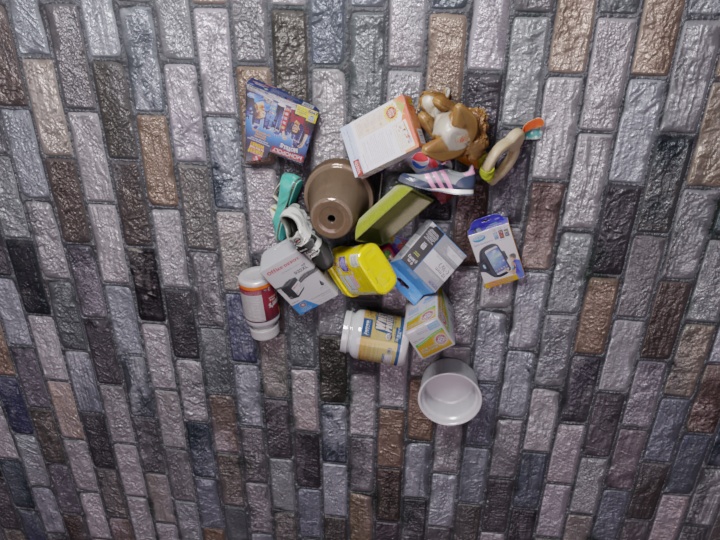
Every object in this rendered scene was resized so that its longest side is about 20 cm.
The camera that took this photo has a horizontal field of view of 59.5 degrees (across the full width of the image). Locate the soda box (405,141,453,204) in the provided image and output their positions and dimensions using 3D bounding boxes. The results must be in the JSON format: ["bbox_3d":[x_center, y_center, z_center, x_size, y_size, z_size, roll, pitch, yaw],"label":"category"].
[{"bbox_3d":[0.176,-0.274,1.642,0.063,0.070,0.200,-36,108,22],"label":"soda box"}]

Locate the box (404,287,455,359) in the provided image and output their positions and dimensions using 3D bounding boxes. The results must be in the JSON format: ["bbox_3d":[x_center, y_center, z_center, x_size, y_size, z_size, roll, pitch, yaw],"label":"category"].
[{"bbox_3d":[0.197,0.138,1.787,0.111,0.201,0.102,-28,113,20],"label":"box"}]

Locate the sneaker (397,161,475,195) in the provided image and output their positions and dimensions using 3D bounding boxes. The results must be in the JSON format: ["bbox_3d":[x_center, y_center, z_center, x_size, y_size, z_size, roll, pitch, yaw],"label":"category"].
[{"bbox_3d":[0.194,-0.241,1.589,0.195,0.070,0.084,7,102,-2],"label":"sneaker"}]

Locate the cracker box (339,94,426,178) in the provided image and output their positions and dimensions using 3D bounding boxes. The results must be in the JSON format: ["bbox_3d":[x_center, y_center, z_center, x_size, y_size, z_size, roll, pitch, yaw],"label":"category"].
[{"bbox_3d":[0.056,-0.332,1.580,0.197,0.057,0.137,-20,86,31],"label":"cracker box"}]

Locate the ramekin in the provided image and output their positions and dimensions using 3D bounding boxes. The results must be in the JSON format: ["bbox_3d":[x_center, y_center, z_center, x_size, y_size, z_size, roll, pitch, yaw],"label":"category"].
[{"bbox_3d":[0.277,0.373,1.964,0.195,0.098,0.205,3,118,5],"label":"ramekin"}]

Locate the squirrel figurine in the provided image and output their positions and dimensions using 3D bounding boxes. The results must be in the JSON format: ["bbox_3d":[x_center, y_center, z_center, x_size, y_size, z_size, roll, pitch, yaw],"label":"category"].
[{"bbox_3d":[0.223,-0.360,1.544,0.197,0.188,0.143,15,123,-32],"label":"squirrel figurine"}]

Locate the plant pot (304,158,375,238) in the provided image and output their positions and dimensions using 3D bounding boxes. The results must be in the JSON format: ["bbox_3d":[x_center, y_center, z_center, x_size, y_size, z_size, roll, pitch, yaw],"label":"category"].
[{"bbox_3d":[-0.065,-0.171,1.670,0.195,0.176,0.204,3,120,5],"label":"plant pot"}]

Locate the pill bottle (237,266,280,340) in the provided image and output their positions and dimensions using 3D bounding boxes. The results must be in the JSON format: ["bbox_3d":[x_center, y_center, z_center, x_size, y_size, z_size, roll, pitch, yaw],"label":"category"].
[{"bbox_3d":[-0.298,0.099,1.882,0.107,0.110,0.204,-1,119,8],"label":"pill bottle"}]

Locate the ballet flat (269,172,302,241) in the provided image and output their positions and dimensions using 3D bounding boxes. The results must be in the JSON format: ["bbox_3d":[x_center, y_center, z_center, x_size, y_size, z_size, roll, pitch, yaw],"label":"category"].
[{"bbox_3d":[-0.216,-0.182,1.754,0.070,0.067,0.203,31,120,18],"label":"ballet flat"}]

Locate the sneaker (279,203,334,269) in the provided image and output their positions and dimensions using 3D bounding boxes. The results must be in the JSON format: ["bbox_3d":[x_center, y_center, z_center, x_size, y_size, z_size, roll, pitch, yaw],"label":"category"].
[{"bbox_3d":[-0.151,-0.077,1.684,0.074,0.088,0.201,-36,93,31],"label":"sneaker"}]

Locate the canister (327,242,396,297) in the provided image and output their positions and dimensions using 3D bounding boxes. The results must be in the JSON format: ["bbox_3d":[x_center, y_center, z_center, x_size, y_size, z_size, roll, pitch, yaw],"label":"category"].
[{"bbox_3d":[0.000,0.000,1.735,0.150,0.086,0.199,56,155,-15],"label":"canister"}]

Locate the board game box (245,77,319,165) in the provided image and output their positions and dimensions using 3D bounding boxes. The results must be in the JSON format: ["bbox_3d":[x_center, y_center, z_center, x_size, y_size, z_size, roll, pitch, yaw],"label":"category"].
[{"bbox_3d":[-0.225,-0.365,1.649,0.196,0.062,0.203,21,120,-4],"label":"board game box"}]

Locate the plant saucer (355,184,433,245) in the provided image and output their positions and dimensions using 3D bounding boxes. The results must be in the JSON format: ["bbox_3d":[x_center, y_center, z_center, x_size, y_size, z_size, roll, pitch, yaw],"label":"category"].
[{"bbox_3d":[0.081,-0.152,1.665,0.199,0.199,0.048,-41,74,16],"label":"plant saucer"}]

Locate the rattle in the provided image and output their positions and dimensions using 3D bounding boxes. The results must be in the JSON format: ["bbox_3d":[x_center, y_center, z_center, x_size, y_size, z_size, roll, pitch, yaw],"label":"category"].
[{"bbox_3d":[0.354,-0.332,1.612,0.129,0.143,0.202,23,107,-43],"label":"rattle"}]

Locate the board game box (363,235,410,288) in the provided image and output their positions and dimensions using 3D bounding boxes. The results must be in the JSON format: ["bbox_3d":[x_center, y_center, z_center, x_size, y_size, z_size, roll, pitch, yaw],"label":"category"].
[{"bbox_3d":[0.090,-0.020,1.807,0.195,0.039,0.161,15,119,-1],"label":"board game box"}]

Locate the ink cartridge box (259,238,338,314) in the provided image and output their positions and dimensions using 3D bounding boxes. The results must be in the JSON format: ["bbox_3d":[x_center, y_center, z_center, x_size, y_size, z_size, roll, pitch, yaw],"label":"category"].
[{"bbox_3d":[-0.174,0.012,1.811,0.143,0.085,0.201,-27,125,20],"label":"ink cartridge box"}]

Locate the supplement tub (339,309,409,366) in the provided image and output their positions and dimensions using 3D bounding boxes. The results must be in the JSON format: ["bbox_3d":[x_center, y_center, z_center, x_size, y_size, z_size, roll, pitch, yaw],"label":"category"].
[{"bbox_3d":[0.044,0.197,1.871,0.195,0.146,0.148,10,120,1],"label":"supplement tub"}]

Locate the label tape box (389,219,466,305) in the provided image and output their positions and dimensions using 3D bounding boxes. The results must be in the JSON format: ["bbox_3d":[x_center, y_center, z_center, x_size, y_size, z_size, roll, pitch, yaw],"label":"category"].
[{"bbox_3d":[0.176,-0.016,1.744,0.143,0.066,0.201,41,89,-16],"label":"label tape box"}]

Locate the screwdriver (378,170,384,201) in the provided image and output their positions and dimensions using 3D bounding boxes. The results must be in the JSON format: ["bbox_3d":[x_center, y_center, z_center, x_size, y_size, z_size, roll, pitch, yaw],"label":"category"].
[{"bbox_3d":[0.054,-0.249,1.697,0.029,0.028,0.204,27,124,27],"label":"screwdriver"}]

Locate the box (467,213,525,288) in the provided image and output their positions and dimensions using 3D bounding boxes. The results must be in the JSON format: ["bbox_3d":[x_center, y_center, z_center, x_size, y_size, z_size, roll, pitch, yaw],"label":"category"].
[{"bbox_3d":[0.375,-0.056,1.753,0.117,0.042,0.203,-17,117,16],"label":"box"}]
